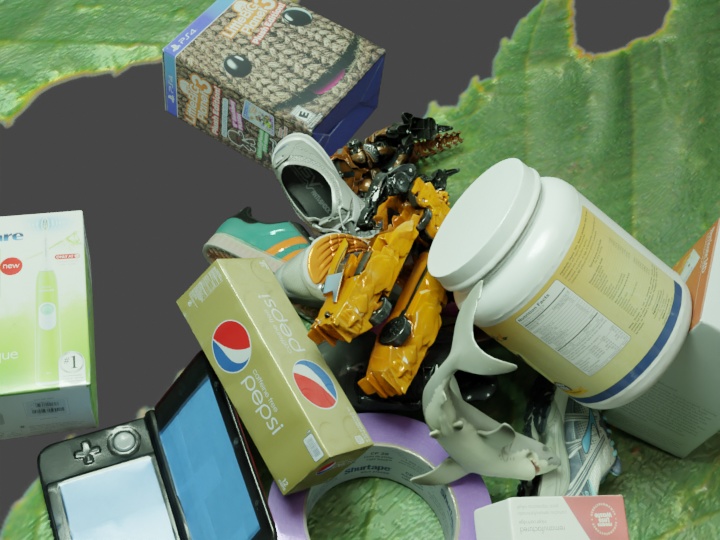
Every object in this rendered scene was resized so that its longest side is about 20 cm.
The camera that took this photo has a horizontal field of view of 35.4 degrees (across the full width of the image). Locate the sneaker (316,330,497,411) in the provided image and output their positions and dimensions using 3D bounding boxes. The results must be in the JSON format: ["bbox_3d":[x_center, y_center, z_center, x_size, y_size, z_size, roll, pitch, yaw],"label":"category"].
[{"bbox_3d":[0.035,0.095,1.032,0.198,0.077,0.091,-6,14,-21],"label":"sneaker"}]

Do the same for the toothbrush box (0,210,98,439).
[{"bbox_3d":[-0.328,0.051,1.068,0.144,0.086,0.201,-4,54,-10],"label":"toothbrush box"}]

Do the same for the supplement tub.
[{"bbox_3d":[0.170,0.011,0.974,0.199,0.144,0.145,36,53,-16],"label":"supplement tub"}]

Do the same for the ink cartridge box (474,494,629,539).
[{"bbox_3d":[0.167,0.291,0.923,0.115,0.067,0.202,3,70,-23],"label":"ink cartridge box"}]

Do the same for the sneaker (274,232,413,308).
[{"bbox_3d":[0.000,0.000,1.074,0.199,0.092,0.077,2,77,-44],"label":"sneaker"}]

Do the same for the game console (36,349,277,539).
[{"bbox_3d":[-0.180,0.194,0.962,0.171,0.119,0.201,-14,57,-17],"label":"game console"}]

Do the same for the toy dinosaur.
[{"bbox_3d":[0.031,-0.126,1.230,0.200,0.103,0.135,-44,26,-25],"label":"toy dinosaur"}]

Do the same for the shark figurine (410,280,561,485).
[{"bbox_3d":[0.084,0.105,0.953,0.127,0.215,0.090,-14,46,13],"label":"shark figurine"}]

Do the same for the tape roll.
[{"bbox_3d":[0.015,0.229,0.994,0.198,0.066,0.202,3,55,-4],"label":"tape roll"}]

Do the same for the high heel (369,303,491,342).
[{"bbox_3d":[0.068,0.071,1.111,0.096,0.068,0.200,35,57,23],"label":"high heel"}]

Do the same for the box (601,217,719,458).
[{"bbox_3d":[0.318,0.068,1.054,0.097,0.200,0.125,25,54,-2],"label":"box"}]

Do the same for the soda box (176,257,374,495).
[{"bbox_3d":[-0.075,0.086,0.971,0.067,0.064,0.201,-3,57,-55],"label":"soda box"}]

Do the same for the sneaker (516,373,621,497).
[{"bbox_3d":[0.203,0.162,1.070,0.086,0.078,0.202,19,60,-8],"label":"sneaker"}]

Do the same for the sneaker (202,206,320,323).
[{"bbox_3d":[-0.059,-0.006,1.150,0.199,0.072,0.080,26,59,13],"label":"sneaker"}]

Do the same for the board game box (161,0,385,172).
[{"bbox_3d":[-0.098,-0.216,1.279,0.199,0.097,0.160,29,56,14],"label":"board game box"}]

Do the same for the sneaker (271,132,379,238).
[{"bbox_3d":[-0.024,-0.046,1.142,0.200,0.075,0.082,45,19,-6],"label":"sneaker"}]

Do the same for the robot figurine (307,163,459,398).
[{"bbox_3d":[0.032,0.003,0.998,0.145,0.058,0.201,47,50,-25],"label":"robot figurine"}]
